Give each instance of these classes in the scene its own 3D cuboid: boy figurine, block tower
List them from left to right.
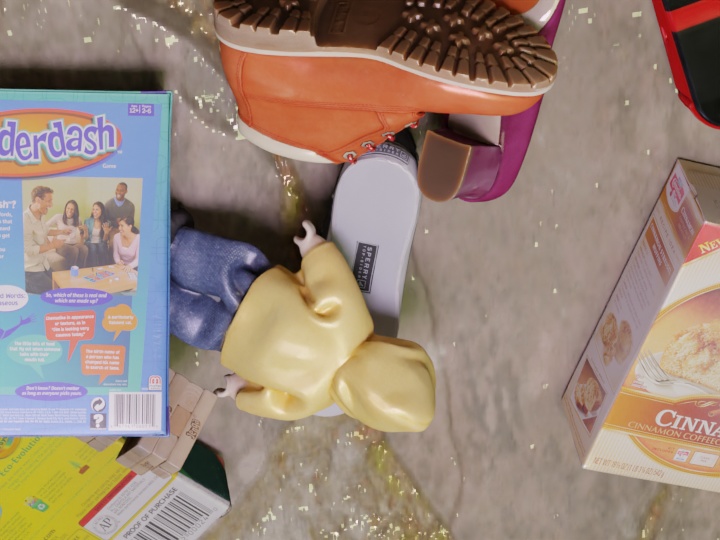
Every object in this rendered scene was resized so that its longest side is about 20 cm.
[{"bbox_3d":[-0.189,0.053,1.595,0.199,0.058,0.054,32,157,-10],"label":"block tower"},{"bbox_3d":[-0.039,0.032,1.589,0.199,0.064,0.125,25,108,9],"label":"boy figurine"}]

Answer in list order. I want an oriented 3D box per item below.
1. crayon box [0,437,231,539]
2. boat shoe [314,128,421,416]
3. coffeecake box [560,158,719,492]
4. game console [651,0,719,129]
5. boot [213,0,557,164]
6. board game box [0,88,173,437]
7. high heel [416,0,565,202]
[{"bbox_3d":[-0.197,0.129,1.696,0.200,0.051,0.127,35,114,-30],"label":"crayon box"},{"bbox_3d":[0.000,0.000,1.636,0.068,0.057,0.201,16,123,-2],"label":"boat shoe"},{"bbox_3d":[0.239,0.042,1.710,0.152,0.073,0.201,11,123,-18],"label":"coffeecake box"},{"bbox_3d":[0.270,-0.181,1.581,0.199,0.031,0.178,-20,123,3],"label":"game console"},{"bbox_3d":[0.016,-0.106,1.531,0.199,0.075,0.108,10,130,13],"label":"boot"},{"bbox_3d":[-0.185,-0.005,1.538,0.151,0.045,0.202,1,91,-11],"label":"board game box"},{"bbox_3d":[0.090,-0.135,1.576,0.067,0.096,0.201,31,110,19],"label":"high heel"}]
